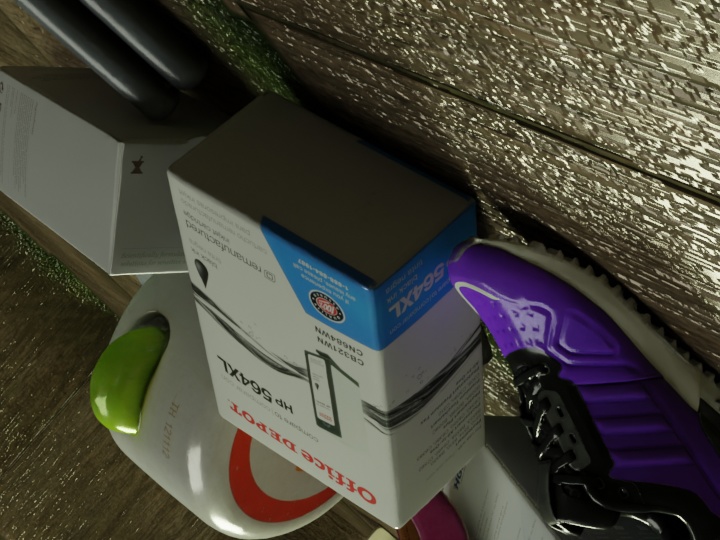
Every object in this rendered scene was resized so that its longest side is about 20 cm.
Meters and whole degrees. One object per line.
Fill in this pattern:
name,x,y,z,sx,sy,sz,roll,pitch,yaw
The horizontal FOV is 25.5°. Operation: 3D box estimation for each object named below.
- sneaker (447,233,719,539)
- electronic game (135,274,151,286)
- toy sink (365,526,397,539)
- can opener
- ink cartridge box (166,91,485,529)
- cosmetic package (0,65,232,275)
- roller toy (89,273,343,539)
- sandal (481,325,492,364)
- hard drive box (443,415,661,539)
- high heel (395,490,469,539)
sneaker,0.108,0.071,0.753,0.200,0.100,0.070,40,168,-1
electronic game,-0.195,-0.062,1.304,0.201,0.041,0.200,61,174,11
toy sink,0.080,0.595,2.987,0.200,0.130,0.112,43,169,-12
can opener,-0.175,-0.159,0.891,0.200,0.053,0.067,40,-154,-15
ink cartridge box,-0.014,0.025,0.862,0.146,0.084,0.201,29,145,30
cosmetic package,-0.146,-0.068,0.990,0.107,0.085,0.200,-2,-160,-32
roller toy,-0.067,0.079,1.081,0.140,0.200,0.183,32,156,39
sandal,0.000,0.000,0.963,0.201,0.057,0.080,36,169,22
hard drive box,0.116,0.204,0.987,0.076,0.157,0.200,3,-157,-23
high heel,0.006,0.145,0.994,0.067,0.096,0.201,145,109,-70
